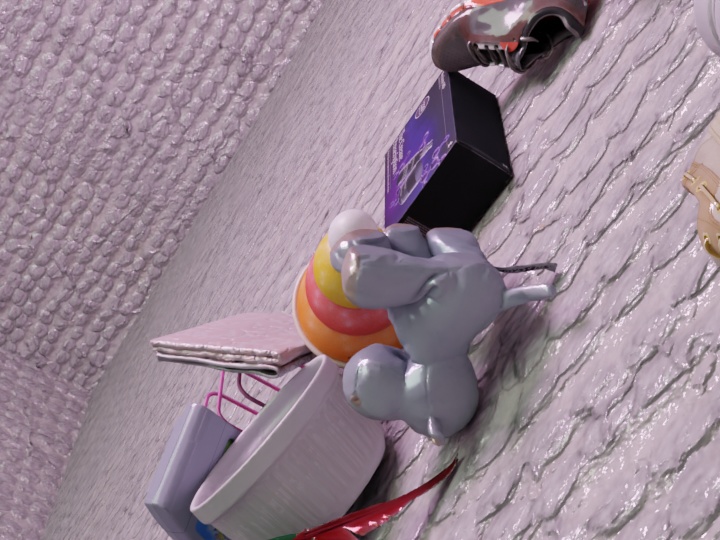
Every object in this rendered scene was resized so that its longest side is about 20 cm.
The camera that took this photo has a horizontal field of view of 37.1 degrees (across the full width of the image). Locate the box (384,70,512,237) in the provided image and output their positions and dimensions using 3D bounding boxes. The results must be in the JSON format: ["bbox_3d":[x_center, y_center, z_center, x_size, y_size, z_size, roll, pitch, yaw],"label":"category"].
[{"bbox_3d":[0.092,-0.119,1.197,0.142,0.078,0.201,-51,19,27],"label":"box"}]

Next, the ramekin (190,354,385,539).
[{"bbox_3d":[-0.065,0.193,1.056,0.200,0.105,0.200,-47,5,5],"label":"ramekin"}]

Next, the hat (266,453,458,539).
[{"bbox_3d":[-0.042,0.236,0.942,0.167,0.197,0.178,93,-161,-56],"label":"hat"}]

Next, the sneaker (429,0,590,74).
[{"bbox_3d":[0.153,-0.248,1.145,0.198,0.077,0.083,-20,54,39],"label":"sneaker"}]

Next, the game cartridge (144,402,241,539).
[{"bbox_3d":[-0.143,0.248,1.158,0.040,0.200,0.135,0,58,39],"label":"game cartridge"}]

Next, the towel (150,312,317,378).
[{"bbox_3d":[-0.107,0.080,1.222,0.197,0.190,0.033,3,101,35],"label":"towel"}]

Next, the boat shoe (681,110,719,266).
[{"bbox_3d":[0.233,-0.029,0.626,0.070,0.073,0.201,-57,7,25],"label":"boat shoe"}]

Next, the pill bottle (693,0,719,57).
[{"bbox_3d":[0.274,-0.153,0.613,0.112,0.110,0.200,-60,15,8],"label":"pill bottle"}]

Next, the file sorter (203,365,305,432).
[{"bbox_3d":[-0.142,0.207,1.318,0.201,0.124,0.140,-56,17,21],"label":"file sorter"}]

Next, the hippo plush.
[{"bbox_3d":[0.063,0.056,0.936,0.159,0.196,0.164,-52,-31,-71],"label":"hippo plush"}]

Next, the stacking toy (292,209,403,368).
[{"bbox_3d":[0.000,0.000,1.060,0.201,0.144,0.148,91,-162,-64],"label":"stacking toy"}]
